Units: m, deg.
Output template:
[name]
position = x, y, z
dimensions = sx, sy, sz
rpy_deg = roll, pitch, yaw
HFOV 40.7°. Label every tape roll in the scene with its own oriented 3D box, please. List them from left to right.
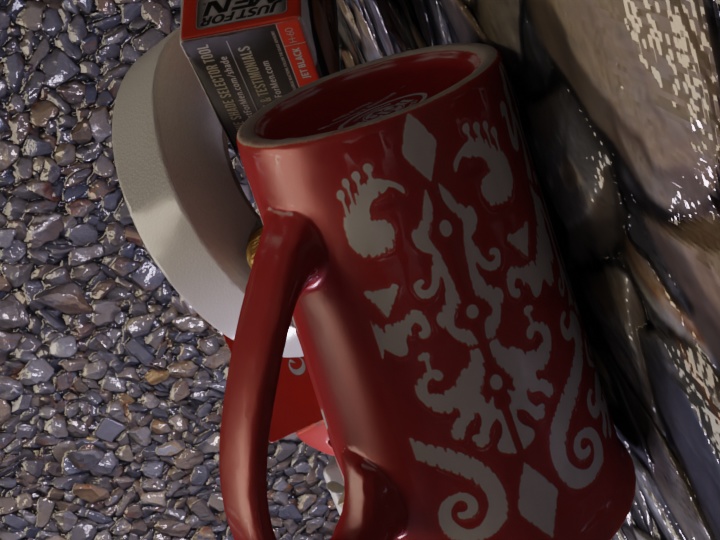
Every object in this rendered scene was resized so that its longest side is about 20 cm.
[tape roll]
position = -0.052, -0.050, 0.562
dimensions = 0.203, 0.037, 0.203
rpy_deg = 33, -136, -39

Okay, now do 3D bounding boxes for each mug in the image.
[mug]
position = 0.025, 0.027, 0.394
dimensions = 0.178, 0.133, 0.201
rpy_deg = -54, -48, -56

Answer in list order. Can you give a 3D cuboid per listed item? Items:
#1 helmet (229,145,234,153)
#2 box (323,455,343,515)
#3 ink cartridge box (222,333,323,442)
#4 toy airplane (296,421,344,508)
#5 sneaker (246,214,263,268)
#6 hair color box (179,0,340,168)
[helmet]
position = -0.167, -0.272, 1.324
dimensions = 0.200, 0.191, 0.200
rpy_deg = 32, -171, -5
[box]
position = 0.079, 0.307, 1.271
dimensions = 0.171, 0.199, 0.200
rpy_deg = 68, 179, -84
[ink cartridge box]
position = -0.020, 0.039, 0.839
dimensions = 0.047, 0.199, 0.161
rpy_deg = 90, 156, -86
[toy airplane]
position = 0.039, 0.167, 1.057
dimensions = 0.141, 0.200, 0.199
rpy_deg = 62, 171, -20
[sneaker]
position = 0.011, -0.030, 0.533
dimensions = 0.088, 0.075, 0.200
rpy_deg = 58, -147, -14
[hair color box]
position = -0.050, -0.167, 0.520
dimensions = 0.102, 0.061, 0.201
rpy_deg = 69, -165, -58
